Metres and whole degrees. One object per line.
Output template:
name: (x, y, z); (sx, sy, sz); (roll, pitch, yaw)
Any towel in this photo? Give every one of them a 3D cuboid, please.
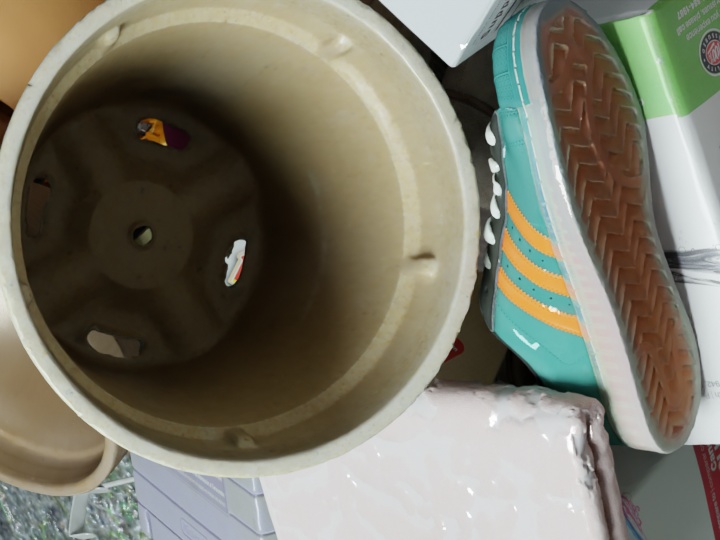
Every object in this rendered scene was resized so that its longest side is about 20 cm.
towel: (0.042, 0.132, 0.887); (0.199, 0.032, 0.192); (3, 117, 41)

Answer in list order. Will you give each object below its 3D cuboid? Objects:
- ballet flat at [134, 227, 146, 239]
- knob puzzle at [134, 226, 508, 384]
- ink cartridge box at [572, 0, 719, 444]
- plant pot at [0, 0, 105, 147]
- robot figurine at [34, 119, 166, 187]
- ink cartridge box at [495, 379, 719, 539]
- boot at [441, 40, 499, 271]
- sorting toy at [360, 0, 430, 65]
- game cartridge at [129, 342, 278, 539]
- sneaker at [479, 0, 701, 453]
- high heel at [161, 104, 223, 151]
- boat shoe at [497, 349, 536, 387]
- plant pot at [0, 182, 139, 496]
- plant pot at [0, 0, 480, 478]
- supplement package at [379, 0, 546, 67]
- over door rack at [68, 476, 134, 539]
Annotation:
ballet flat: (-0.170, 0.001, 1.162); (0.199, 0.073, 0.073); (-7, 112, 37)
knob puzzle: (0.000, 0.000, 1.025); (0.218, 0.031, 0.221); (14, 130, 17)
ink cartridge box: (0.161, -0.042, 0.876); (0.084, 0.145, 0.201); (-6, 112, 42)
plant pot: (-0.213, -0.157, 1.103); (0.199, 0.200, 0.140); (-8, 127, 43)
robot figurine: (-0.145, -0.070, 1.126); (0.199, 0.145, 0.058); (0, 136, 36)
ink cartridge box: (0.097, 0.165, 1.023); (0.145, 0.200, 0.145); (4, 119, 38)
boot: (0.113, -0.060, 0.943); (0.070, 0.199, 0.147); (19, 92, 42)
sorting toy: (-0.033, -0.206, 0.993); (0.198, 0.070, 0.201); (24, 130, 28)
game cartridge: (-0.079, 0.107, 1.048); (0.200, 0.038, 0.131); (23, 119, 62)
sneaker: (0.077, -0.013, 0.808); (0.080, 0.071, 0.201); (1, 118, 37)
high heel: (-0.030, -0.119, 0.927); (0.096, 0.067, 0.201); (34, 111, 31)
boat shoe: (0.066, -0.030, 1.019); (0.067, 0.072, 0.201); (19, 130, 28)
plant pot: (-0.187, 0.018, 1.057); (0.200, 0.093, 0.202); (24, 141, 21)
plant pot: (-0.074, -0.018, 0.849); (0.201, 0.200, 0.183); (61, 162, -9)
supplement package: (0.076, -0.191, 0.813); (0.110, 0.200, 0.114); (44, 136, 9)
over door rack: (-0.165, 0.098, 1.235); (0.199, 0.147, 0.067); (-28, 56, 32)
